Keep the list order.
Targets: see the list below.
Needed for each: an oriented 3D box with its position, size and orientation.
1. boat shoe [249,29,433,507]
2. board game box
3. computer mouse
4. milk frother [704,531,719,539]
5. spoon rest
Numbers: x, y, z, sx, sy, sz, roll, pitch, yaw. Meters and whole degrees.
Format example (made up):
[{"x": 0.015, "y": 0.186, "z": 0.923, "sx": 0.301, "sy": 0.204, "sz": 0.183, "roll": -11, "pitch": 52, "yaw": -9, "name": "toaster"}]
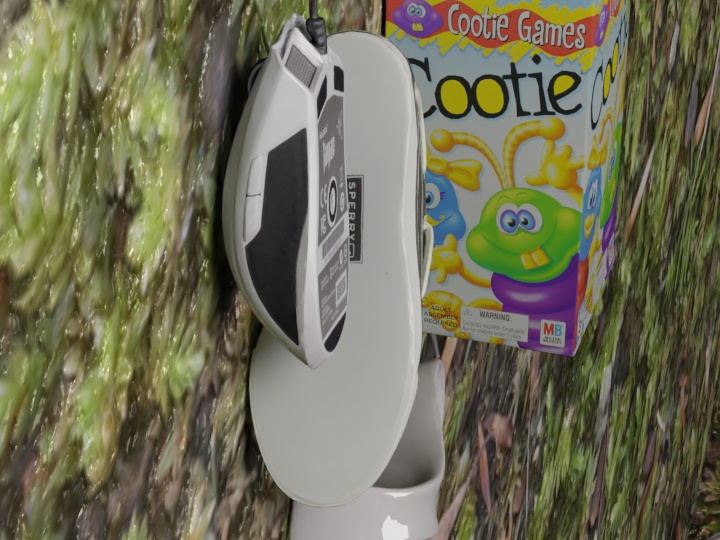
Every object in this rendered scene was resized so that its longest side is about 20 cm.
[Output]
[{"x": 0.000, "y": 0.000, "z": 1.158, "sx": 0.064, "sy": 0.070, "sz": 0.201, "roll": 3, "pitch": 94, "yaw": -76, "name": "boat shoe"}, {"x": 0.072, "y": -0.075, "z": 1.344, "sx": 0.103, "sy": 0.105, "sz": 0.200, "roll": -61, "pitch": 155, "yaw": -56, "name": "board game box"}, {"x": -0.032, "y": -0.059, "z": 1.049, "sx": 0.110, "sy": 0.044, "sz": 0.201, "roll": -54, "pitch": 145, "yaw": -73, "name": "computer mouse"}, {"x": 0.447, "y": 0.358, "z": 2.950, "sx": 0.180, "sy": 0.200, "sz": 0.188, "roll": -4, "pitch": 60, "yaw": -57, "name": "milk frother"}, {"x": 0.020, "y": 0.102, "z": 1.335, "sx": 0.200, "sy": 0.060, "sz": 0.100, "roll": -31, "pitch": 129, "yaw": -72, "name": "spoon rest"}]
